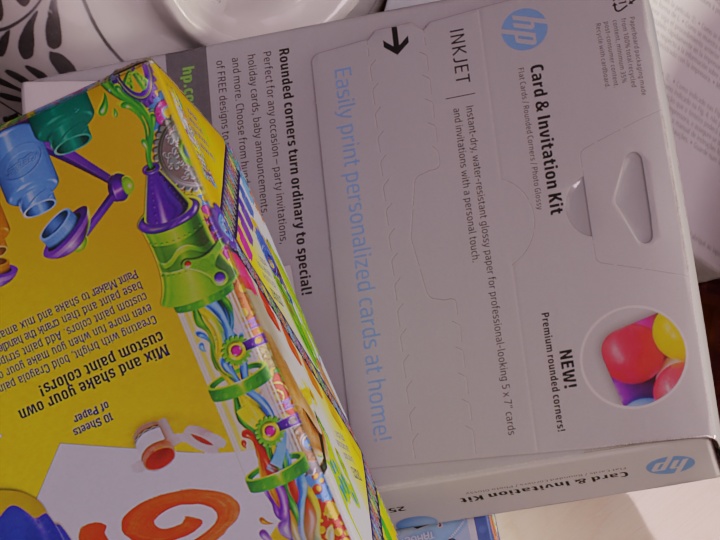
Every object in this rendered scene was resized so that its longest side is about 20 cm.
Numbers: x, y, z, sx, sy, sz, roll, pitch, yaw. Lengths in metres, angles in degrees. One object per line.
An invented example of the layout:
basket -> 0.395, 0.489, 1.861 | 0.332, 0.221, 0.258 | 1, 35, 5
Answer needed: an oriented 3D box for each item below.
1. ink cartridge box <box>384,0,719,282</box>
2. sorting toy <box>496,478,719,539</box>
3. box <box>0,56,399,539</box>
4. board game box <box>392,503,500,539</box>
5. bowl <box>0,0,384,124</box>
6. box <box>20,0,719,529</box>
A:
ink cartridge box -> 0.092, -0.116, 0.964 | 0.162, 0.057, 0.201 | 29, 68, -41
sorting toy -> 0.078, 0.109, 0.920 | 0.180, 0.200, 0.107 | 41, 118, 10
box -> -0.098, 0.080, 0.738 | 0.199, 0.122, 0.193 | -23, 79, 3
board game box -> -0.050, 0.125, 0.831 | 0.199, 0.035, 0.136 | -16, 55, 6
bowl -> -0.052, -0.123, 0.901 | 0.200, 0.094, 0.202 | -12, 113, -29
box -> 0.000, 0.000, 0.836 | 0.199, 0.041, 0.157 | -11, 66, 10
